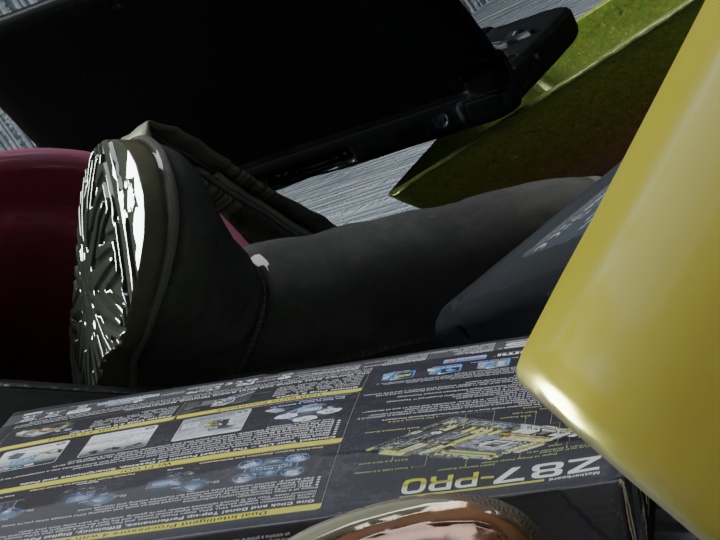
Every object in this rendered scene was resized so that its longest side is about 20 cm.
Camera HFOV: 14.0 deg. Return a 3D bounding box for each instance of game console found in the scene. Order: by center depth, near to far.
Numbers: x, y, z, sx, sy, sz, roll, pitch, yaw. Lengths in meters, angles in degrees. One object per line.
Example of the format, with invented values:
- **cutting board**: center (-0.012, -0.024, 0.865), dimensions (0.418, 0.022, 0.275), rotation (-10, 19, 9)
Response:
- **game console**: center (-0.034, -0.098, 1.220), dimensions (0.200, 0.117, 0.176), rotation (-16, 14, 25)

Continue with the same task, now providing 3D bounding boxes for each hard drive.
- **hard drive**: center (0.119, -0.025, 0.958), dimensions (0.139, 0.033, 0.200), rotation (-38, 6, -24)

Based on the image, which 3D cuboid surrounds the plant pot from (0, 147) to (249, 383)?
- **plant pot**: center (-0.135, 0.074, 1.175), dimensions (0.200, 0.200, 0.179), rotation (-38, -8, -24)

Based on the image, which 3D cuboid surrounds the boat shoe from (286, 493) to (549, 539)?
- **boat shoe**: center (-0.030, 0.128, 0.720), dimensions (0.200, 0.076, 0.072), rotation (-38, 16, 21)

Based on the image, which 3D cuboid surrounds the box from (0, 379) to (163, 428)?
- **box**: center (-0.094, 0.104, 0.926), dimensions (0.193, 0.048, 0.200), rotation (5, 30, 29)

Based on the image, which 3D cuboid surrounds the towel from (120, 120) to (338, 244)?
- **towel**: center (-0.076, 0.019, 1.263), dimensions (0.200, 0.192, 0.035), rotation (-28, 39, 40)

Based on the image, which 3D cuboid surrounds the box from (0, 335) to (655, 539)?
- **box**: center (-0.017, 0.066, 0.822), dimensions (0.199, 0.049, 0.161), rotation (-8, 10, 8)

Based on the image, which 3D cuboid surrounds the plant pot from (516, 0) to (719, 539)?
- **plant pot**: center (0.131, -0.017, 0.448), dimensions (0.189, 0.201, 0.201), rotation (-51, 6, 1)

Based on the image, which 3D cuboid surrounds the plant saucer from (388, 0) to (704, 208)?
- **plant saucer**: center (0.127, -0.092, 1.253), dimensions (0.199, 0.048, 0.200), rotation (-32, 8, 26)

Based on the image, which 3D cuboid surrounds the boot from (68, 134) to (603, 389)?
- **boot**: center (0.000, -0.002, 1.045), dimensions (0.199, 0.073, 0.182), rotation (-5, -22, -12)
